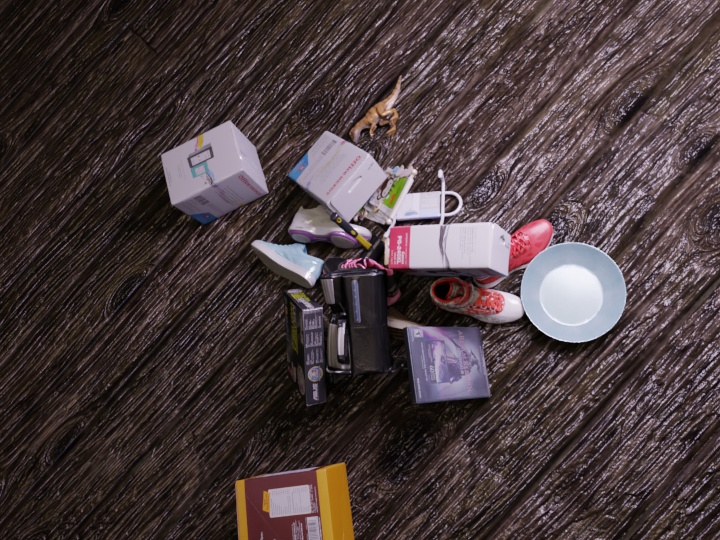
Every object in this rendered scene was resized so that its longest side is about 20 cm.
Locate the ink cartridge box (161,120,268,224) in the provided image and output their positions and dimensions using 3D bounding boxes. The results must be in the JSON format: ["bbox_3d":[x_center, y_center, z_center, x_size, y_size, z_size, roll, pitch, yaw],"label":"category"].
[{"bbox_3d":[-0.357,-0.238,1.361,0.198,0.147,0.148,-23,70,9],"label":"ink cartridge box"}]

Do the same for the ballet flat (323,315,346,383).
[{"bbox_3d":[-0.076,0.152,1.229,0.071,0.072,0.202,-30,70,7],"label":"ballet flat"}]

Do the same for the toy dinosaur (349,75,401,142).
[{"bbox_3d":[0.055,-0.385,1.321,0.200,0.060,0.106,-44,67,2],"label":"toy dinosaur"}]

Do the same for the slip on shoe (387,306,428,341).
[{"bbox_3d":[0.068,0.108,1.191,0.197,0.076,0.061,8,61,23],"label":"slip on shoe"}]

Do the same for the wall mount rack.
[{"bbox_3d":[0.123,-0.136,1.217,0.197,0.075,0.176,-3,62,17],"label":"wall mount rack"}]

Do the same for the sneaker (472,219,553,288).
[{"bbox_3d":[0.314,-0.042,1.125,0.200,0.115,0.079,-42,69,3],"label":"sneaker"}]

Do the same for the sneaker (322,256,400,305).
[{"bbox_3d":[0.000,0.000,1.206,0.198,0.096,0.079,21,51,26],"label":"sneaker"}]

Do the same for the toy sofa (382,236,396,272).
[{"bbox_3d":[0.151,-0.053,1.195,0.197,0.083,0.099,-2,77,16],"label":"toy sofa"}]

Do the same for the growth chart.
[{"bbox_3d":[0.053,-0.168,1.217,0.199,0.018,0.147,21,88,65],"label":"growth chart"}]

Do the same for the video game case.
[{"bbox_3d":[0.173,0.184,1.085,0.019,0.198,0.145,-27,64,52],"label":"video game case"}]

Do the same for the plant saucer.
[{"bbox_3d":[0.427,0.046,1.111,0.198,0.039,0.204,-4,75,15],"label":"plant saucer"}]

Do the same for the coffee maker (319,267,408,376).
[{"bbox_3d":[0.017,0.097,1.106,0.189,0.135,0.204,-4,94,-14],"label":"coffee maker"}]

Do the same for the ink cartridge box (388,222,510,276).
[{"bbox_3d":[0.172,-0.036,1.045,0.197,0.145,0.085,1,84,29],"label":"ink cartridge box"}]

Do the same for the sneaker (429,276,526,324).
[{"bbox_3d":[0.239,0.062,1.125,0.198,0.108,0.068,10,79,19],"label":"sneaker"}]

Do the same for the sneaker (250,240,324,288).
[{"bbox_3d":[-0.169,-0.031,1.303,0.198,0.074,0.082,29,63,22],"label":"sneaker"}]

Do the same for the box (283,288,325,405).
[{"bbox_3d":[-0.119,0.154,1.150,0.044,0.160,0.203,-6,105,-20],"label":"box"}]

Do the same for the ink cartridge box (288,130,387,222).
[{"bbox_3d":[-0.055,-0.216,1.257,0.145,0.085,0.200,-49,42,-1],"label":"ink cartridge box"}]

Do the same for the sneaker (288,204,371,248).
[{"bbox_3d":[-0.068,-0.110,1.280,0.197,0.075,0.101,9,62,11],"label":"sneaker"}]

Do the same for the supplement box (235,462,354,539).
[{"bbox_3d":[-0.130,0.511,1.110,0.197,0.133,0.200,-12,74,14],"label":"supplement box"}]

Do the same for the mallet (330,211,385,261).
[{"bbox_3d":[-0.001,-0.081,1.190,0.066,0.200,0.041,-49,53,-7],"label":"mallet"}]
